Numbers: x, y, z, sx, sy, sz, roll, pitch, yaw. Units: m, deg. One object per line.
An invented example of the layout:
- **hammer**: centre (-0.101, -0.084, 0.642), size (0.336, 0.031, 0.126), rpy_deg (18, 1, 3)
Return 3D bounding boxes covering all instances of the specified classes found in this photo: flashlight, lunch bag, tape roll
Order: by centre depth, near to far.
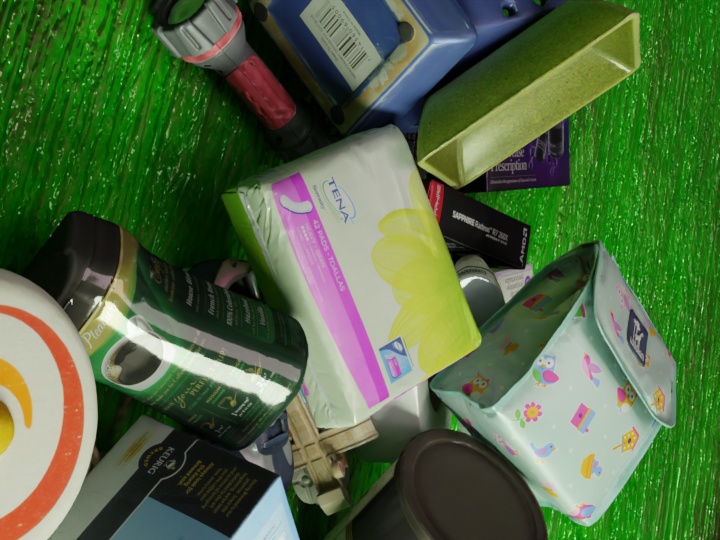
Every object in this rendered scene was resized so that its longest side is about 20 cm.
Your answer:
- **flashlight**: centre (-0.088, -0.153, 0.949), size (0.200, 0.068, 0.068), rpy_deg (48, 53, -43)
- **lunch bag**: centre (0.192, 0.095, 1.040), size (0.200, 0.122, 0.171), rpy_deg (-46, 115, -16)
- **tape roll**: centre (0.039, 0.077, 1.080), size (0.202, 0.070, 0.204), rpy_deg (-1, 90, -75)

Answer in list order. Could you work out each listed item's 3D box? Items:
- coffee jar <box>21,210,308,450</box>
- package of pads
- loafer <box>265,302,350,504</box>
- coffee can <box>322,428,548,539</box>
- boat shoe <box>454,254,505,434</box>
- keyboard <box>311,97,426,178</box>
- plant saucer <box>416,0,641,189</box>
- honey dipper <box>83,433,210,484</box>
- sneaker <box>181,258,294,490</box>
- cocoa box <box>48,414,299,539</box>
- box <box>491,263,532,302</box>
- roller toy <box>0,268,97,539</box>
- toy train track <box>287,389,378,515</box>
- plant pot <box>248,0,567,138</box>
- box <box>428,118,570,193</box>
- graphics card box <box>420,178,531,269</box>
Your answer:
- **coffee jar**: centre (-0.141, 0.043, 0.808), size (0.200, 0.104, 0.085), rpy_deg (30, 25, -29)
- **package of pads**: centre (0.000, 0.000, 0.909), size (0.154, 0.068, 0.201), rpy_deg (-27, 99, -37)
- **loafer**: centre (-0.047, 0.105, 1.029), size (0.070, 0.070, 0.201), rpy_deg (-53, 137, -75)
- **coffee can**: centre (0.045, 0.254, 1.003), size (0.146, 0.200, 0.147), rpy_deg (24, 36, -19)
- **boat shoe**: centre (0.116, 0.077, 1.127), size (0.086, 0.074, 0.203), rpy_deg (-83, 160, -64)
- **keyboard**: centre (0.018, -0.157, 1.139), size (0.200, 0.021, 0.128), rpy_deg (0, 92, -55)
- **plant saucer**: centre (0.136, -0.151, 0.970), size (0.048, 0.200, 0.200), rpy_deg (58, 10, 9)
- **honey dipper**: centre (-0.167, 0.139, 0.878), size (0.200, 0.038, 0.038), rpy_deg (0, 92, -56)
- **sneaker**: centre (-0.086, 0.086, 0.917), size (0.070, 0.082, 0.201), rpy_deg (-32, 103, -55)
- **cocoa box**: centre (-0.146, 0.227, 0.795), size (0.200, 0.131, 0.134), rpy_deg (-50, 145, -35)
- **box**: centre (0.129, 0.022, 1.286), size (0.200, 0.041, 0.039), rpy_deg (-12, 102, -55)
- **roller toy**: centre (-0.251, 0.084, 0.667), size (0.183, 0.139, 0.200), rpy_deg (-59, 135, -35)
- **toy train track**: centre (-0.060, 0.117, 0.979), size (0.201, 0.114, 0.033), rpy_deg (65, 12, -7)
- **plant pot**: centre (0.035, -0.228, 0.969), size (0.180, 0.200, 0.200), rpy_deg (-32, 85, -42)
- **box**: centre (0.156, -0.159, 1.287), size (0.200, 0.079, 0.142), rpy_deg (-10, 97, -54)
- **graphics card box**: centre (0.065, -0.044, 1.120), size (0.200, 0.125, 0.051), rpy_deg (19, 77, -53)
